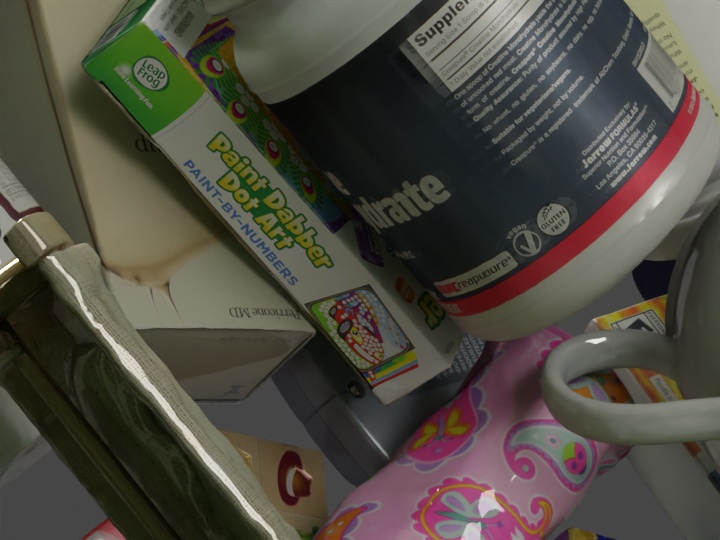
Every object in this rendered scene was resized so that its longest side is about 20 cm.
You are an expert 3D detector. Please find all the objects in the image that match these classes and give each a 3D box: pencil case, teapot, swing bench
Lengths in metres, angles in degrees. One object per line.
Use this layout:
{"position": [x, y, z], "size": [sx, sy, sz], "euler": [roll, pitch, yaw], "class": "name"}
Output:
{"position": [0.039, 0.108, 1.244], "size": [0.087, 0.087, 0.200], "euler": [45, 54, -2], "class": "pencil case"}
{"position": [0.196, 0.022, 1.251], "size": [0.200, 0.146, 0.198], "euler": [36, 77, -42], "class": "teapot"}
{"position": [-0.119, 0.119, 1.054], "size": [0.200, 0.130, 0.199], "euler": [-39, 87, -2], "class": "swing bench"}

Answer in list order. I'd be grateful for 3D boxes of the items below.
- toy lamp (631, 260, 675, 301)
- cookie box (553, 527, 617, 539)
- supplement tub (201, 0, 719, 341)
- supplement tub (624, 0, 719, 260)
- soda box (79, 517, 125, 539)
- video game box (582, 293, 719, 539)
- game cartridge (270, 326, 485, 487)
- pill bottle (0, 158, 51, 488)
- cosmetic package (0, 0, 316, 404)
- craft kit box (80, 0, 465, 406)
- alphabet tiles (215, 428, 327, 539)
{"position": [0.226, -0.017, 1.507], "size": [0.199, 0.058, 0.059], "euler": [-7, 66, -40], "class": "toy lamp"}
{"position": [0.157, 0.221, 1.287], "size": [0.199, 0.075, 0.172], "euler": [18, 52, -25], "class": "cookie box"}
{"position": [0.038, -0.084, 1.207], "size": [0.200, 0.140, 0.141], "euler": [48, 45, -14], "class": "supplement tub"}
{"position": [0.122, -0.120, 1.331], "size": [0.201, 0.144, 0.145], "euler": [56, 43, -20], "class": "supplement tub"}
{"position": [-0.049, 0.186, 1.163], "size": [0.200, 0.063, 0.070], "euler": [50, 46, 3], "class": "soda box"}
{"position": [0.220, 0.082, 1.335], "size": [0.181, 0.047, 0.200], "euler": [-17, 58, -33], "class": "video game box"}
{"position": [0.000, 0.000, 1.350], "size": [0.133, 0.040, 0.201], "euler": [-10, 68, -43], "class": "game cartridge"}
{"position": [-0.185, -0.011, 1.172], "size": [0.200, 0.110, 0.109], "euler": [50, 46, 3], "class": "pill bottle"}
{"position": [-0.100, -0.046, 1.282], "size": [0.103, 0.073, 0.201], "euler": [1, 61, -36], "class": "cosmetic package"}
{"position": [-0.012, -0.073, 1.299], "size": [0.198, 0.048, 0.200], "euler": [50, 33, -16], "class": "craft kit box"}
{"position": [-0.052, 0.156, 1.229], "size": [0.166, 0.008, 0.201], "euler": [13, 54, -28], "class": "alphabet tiles"}
